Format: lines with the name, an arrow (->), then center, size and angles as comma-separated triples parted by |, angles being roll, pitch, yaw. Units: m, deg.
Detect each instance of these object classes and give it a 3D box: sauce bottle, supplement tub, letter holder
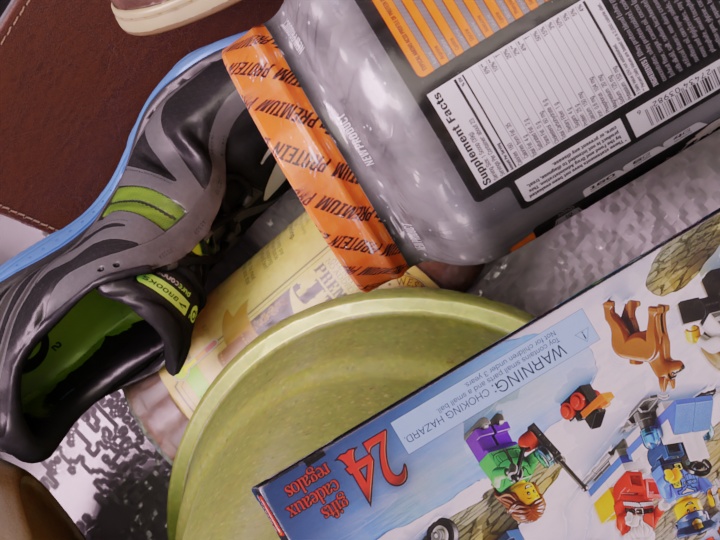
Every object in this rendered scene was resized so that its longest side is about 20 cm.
sauce bottle -> 0.000, 0.000, 0.952 | 0.200, 0.065, 0.065 | -42, 76, 15
supplement tub -> 0.062, -0.083, 0.852 | 0.200, 0.123, 0.123 | -30, 79, 3
letter holder -> -0.083, -0.116, 0.977 | 0.200, 0.142, 0.101 | -56, 41, 11

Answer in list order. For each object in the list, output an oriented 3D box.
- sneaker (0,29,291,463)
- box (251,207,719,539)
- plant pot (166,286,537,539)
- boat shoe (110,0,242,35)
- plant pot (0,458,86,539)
sneaker -> -0.070, -0.006, 0.936 | 0.200, 0.071, 0.083 | -46, 41, -1
box -> 0.088, 0.070, 0.736 | 0.200, 0.038, 0.137 | -31, 88, -8
plant pot -> 0.007, 0.130, 0.851 | 0.200, 0.184, 0.201 | 4, 110, 11
boat shoe -> -0.017, -0.161, 0.879 | 0.200, 0.072, 0.072 | -36, 112, 9
plant pot -> -0.094, 0.147, 0.919 | 0.027, 0.200, 0.200 | -29, 79, 0
